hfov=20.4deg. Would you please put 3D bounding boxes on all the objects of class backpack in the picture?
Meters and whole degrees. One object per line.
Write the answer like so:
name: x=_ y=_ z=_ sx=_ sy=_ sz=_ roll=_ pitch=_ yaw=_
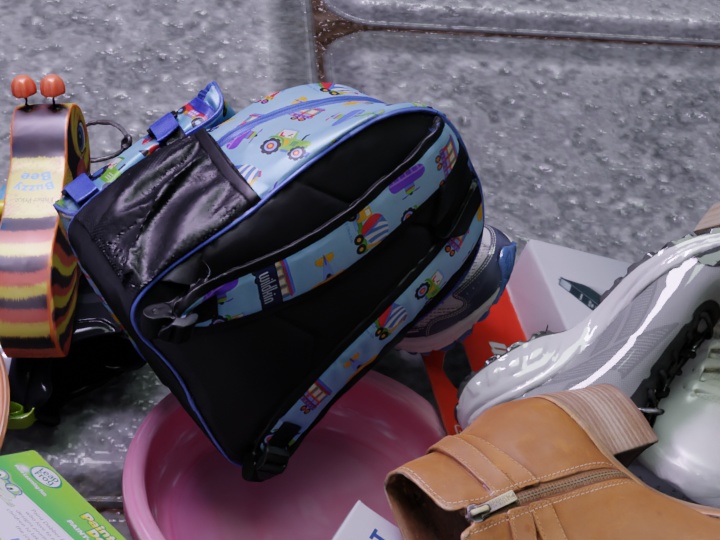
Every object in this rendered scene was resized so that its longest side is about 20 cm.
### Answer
backpack: x=-0.039 y=-0.019 z=1.071 sx=0.199 sy=0.183 sz=0.135 roll=-38 pitch=50 yaw=-8

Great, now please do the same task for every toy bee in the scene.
toy bee: x=-0.188 y=-0.053 z=1.159 sx=0.130 sy=0.109 sz=0.201 roll=-17 pitch=45 yaw=-7

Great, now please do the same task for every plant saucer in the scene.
plant saucer: x=-0.033 y=0.132 z=1.111 sx=0.198 sy=0.051 sz=0.202 roll=6 pitch=40 yaw=-5

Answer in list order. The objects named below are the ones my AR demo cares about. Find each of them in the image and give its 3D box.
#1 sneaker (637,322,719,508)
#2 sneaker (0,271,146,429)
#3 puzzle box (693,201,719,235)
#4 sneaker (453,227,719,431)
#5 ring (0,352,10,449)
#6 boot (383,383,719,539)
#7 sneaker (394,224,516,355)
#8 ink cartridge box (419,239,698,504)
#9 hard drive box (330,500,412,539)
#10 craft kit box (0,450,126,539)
sneaker: x=0.200 y=0.048 z=1.147 sx=0.075 sy=0.089 sz=0.201 roll=26 pitch=33 yaw=-8
sneaker: x=-0.146 y=0.031 z=1.197 sx=0.082 sy=0.072 sz=0.200 roll=30 pitch=55 yaw=30
puzzle box: x=0.284 y=0.003 z=1.196 sx=0.133 sy=0.200 sz=0.025 roll=40 pitch=82 yaw=-4
sneaker: x=0.151 y=0.051 z=1.096 sx=0.199 sy=0.074 sz=0.080 roll=-35 pitch=61 yaw=1
ring: x=-0.293 y=0.085 z=1.113 sx=0.198 sy=0.019 sz=0.202 roll=-2 pitch=54 yaw=3
boot: x=0.113 y=0.148 z=0.967 sx=0.154 sy=0.074 sz=0.200 roll=-16 pitch=52 yaw=-39
sneaker: x=0.000 y=0.000 z=1.178 sx=0.199 sy=0.085 sz=0.078 roll=-9 pitch=54 yaw=40
ink cartridge box: x=0.121 y=0.058 z=1.193 sx=0.172 sy=0.044 sz=0.201 roll=13 pitch=36 yaw=-26
hard drive box: x=0.035 y=0.232 z=0.943 sx=0.199 sy=0.077 sz=0.156 roll=33 pitch=43 yaw=3
craft kit box: x=-0.168 y=0.170 z=0.969 sx=0.200 sy=0.049 sz=0.197 roll=40 pitch=22 yaw=26
